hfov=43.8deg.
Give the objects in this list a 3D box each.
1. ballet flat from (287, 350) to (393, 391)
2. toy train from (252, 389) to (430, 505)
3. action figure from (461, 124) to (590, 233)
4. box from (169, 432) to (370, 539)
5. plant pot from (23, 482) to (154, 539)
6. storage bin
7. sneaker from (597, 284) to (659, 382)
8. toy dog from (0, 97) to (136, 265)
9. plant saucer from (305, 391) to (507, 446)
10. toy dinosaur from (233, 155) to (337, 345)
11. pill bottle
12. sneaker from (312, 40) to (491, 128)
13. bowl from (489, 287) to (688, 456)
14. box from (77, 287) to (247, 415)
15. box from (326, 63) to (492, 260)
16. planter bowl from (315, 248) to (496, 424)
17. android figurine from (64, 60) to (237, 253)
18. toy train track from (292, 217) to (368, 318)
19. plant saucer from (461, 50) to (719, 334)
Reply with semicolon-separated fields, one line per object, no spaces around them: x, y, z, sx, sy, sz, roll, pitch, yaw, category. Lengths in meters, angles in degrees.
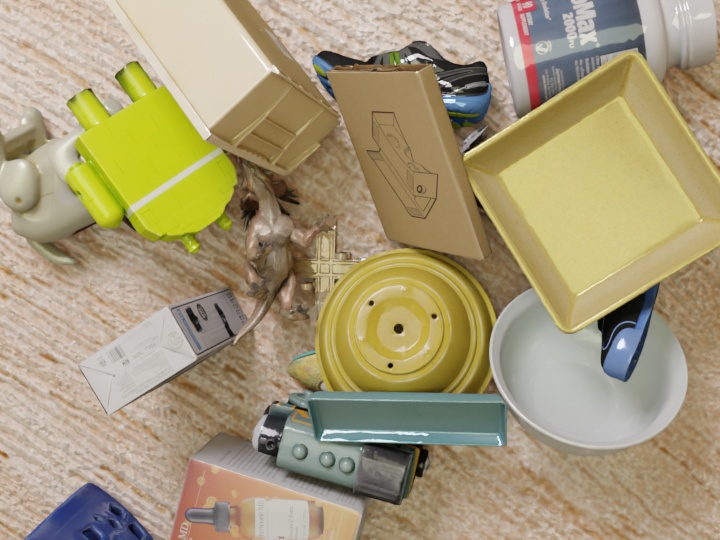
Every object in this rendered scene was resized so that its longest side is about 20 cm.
0.015;0.115;0.992;0.198;0.071;0.071;-10;93;7;ballet flat
-0.022;0.194;0.985;0.199;0.114;0.086;16;97;7;toy train
0.150;-0.071;0.952;0.200;0.069;0.131;38;99;21;action figure
-0.102;0.295;1.011;0.199;0.106;0.153;15;97;7;box
-0.310;0.393;1.012;0.179;0.200;0.201;28;98;0;plant pot
-0.133;-0.214;0.908;0.094;0.198;0.200;-40;75;11;storage bin
0.260;0.024;0.908;0.077;0.201;0.070;14;140;19;sneaker
-0.297;-0.092;0.996;0.198;0.140;0.196;3;103;8;toy dog
0.047;0.147;0.901;0.198;0.019;0.070;0;132;10;plant saucer
-0.101;-0.022;0.980;0.085;0.135;0.201;5;106;-28;toy dinosaur
0.245;-0.232;0.903;0.198;0.120;0.121;-12;93;9;pill bottle
0.045;-0.209;0.972;0.198;0.071;0.083;11;73;11;sneaker
0.228;0.115;0.930;0.199;0.091;0.202;1;51;-1;bowl
-0.200;0.080;0.961;0.116;0.200;0.060;-32;90;9;box
0.047;-0.111;0.904;0.021;0.163;0.201;-32;116;-24;box
0.043;0.065;0.926;0.199;0.083;0.202;-2;77;8;planter bowl
-0.211;-0.114;0.938;0.182;0.041;0.201;-41;101;-27;android figurine
0.000;0.000;1.006;0.198;0.033;0.116;2;95;8;toy train track
0.228;-0.073;0.859;0.199;0.048;0.201;-32;83;9;plant saucer
